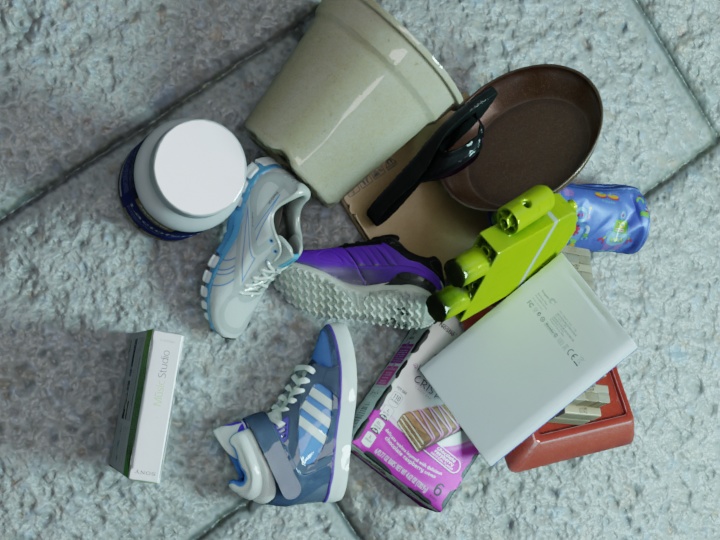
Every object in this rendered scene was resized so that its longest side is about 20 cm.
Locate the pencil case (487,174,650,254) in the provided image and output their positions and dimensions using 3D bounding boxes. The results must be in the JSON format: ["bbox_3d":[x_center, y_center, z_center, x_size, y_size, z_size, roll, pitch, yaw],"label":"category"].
[{"bbox_3d":[0.243,-0.067,1.677,0.198,0.078,0.087,4,129,-29],"label":"pencil case"}]

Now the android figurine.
[{"bbox_3d":[0.156,-0.017,1.539,0.199,0.183,0.041,-30,67,-33],"label":"android figurine"}]

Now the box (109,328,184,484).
[{"bbox_3d":[-0.218,0.135,1.477,0.036,0.200,0.147,10,84,-13],"label":"box"}]

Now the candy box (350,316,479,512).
[{"bbox_3d":[0.086,0.150,1.643,0.136,0.061,0.201,38,76,-14],"label":"candy box"}]

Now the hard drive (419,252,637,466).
[{"bbox_3d":[0.179,0.095,1.564,0.199,0.025,0.132,-39,65,4],"label":"hard drive"}]

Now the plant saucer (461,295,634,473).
[{"bbox_3d":[0.220,0.111,1.645,0.198,0.037,0.202,-7,73,-36],"label":"plant saucer"}]

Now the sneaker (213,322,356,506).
[{"bbox_3d":[-0.085,0.153,1.580,0.144,0.080,0.203,4,85,-16],"label":"sneaker"}]

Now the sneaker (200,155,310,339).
[{"bbox_3d":[-0.107,-0.013,1.550,0.075,0.086,0.202,-4,116,-52],"label":"sneaker"}]

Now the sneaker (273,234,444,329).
[{"bbox_3d":[0.000,0.000,1.610,0.197,0.070,0.100,12,49,12],"label":"sneaker"}]

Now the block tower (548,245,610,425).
[{"bbox_3d":[0.229,0.065,1.615,0.057,0.054,0.203,9,65,-32],"label":"block tower"}]

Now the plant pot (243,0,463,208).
[{"bbox_3d":[-0.020,-0.177,1.575,0.200,0.200,0.184,42,87,-11],"label":"plant pot"}]

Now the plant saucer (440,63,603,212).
[{"bbox_3d":[0.181,-0.140,1.621,0.201,0.199,0.037,-54,135,-12],"label":"plant saucer"}]

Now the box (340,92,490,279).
[{"bbox_3d":[0.088,-0.083,1.678,0.199,0.021,0.165,-36,98,-16],"label":"box"}]

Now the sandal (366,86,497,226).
[{"bbox_3d":[0.089,-0.117,1.601,0.048,0.075,0.201,45,107,8],"label":"sandal"}]

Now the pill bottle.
[{"bbox_3d":[-0.182,-0.094,1.501,0.114,0.200,0.118,1,86,-17],"label":"pill bottle"}]
